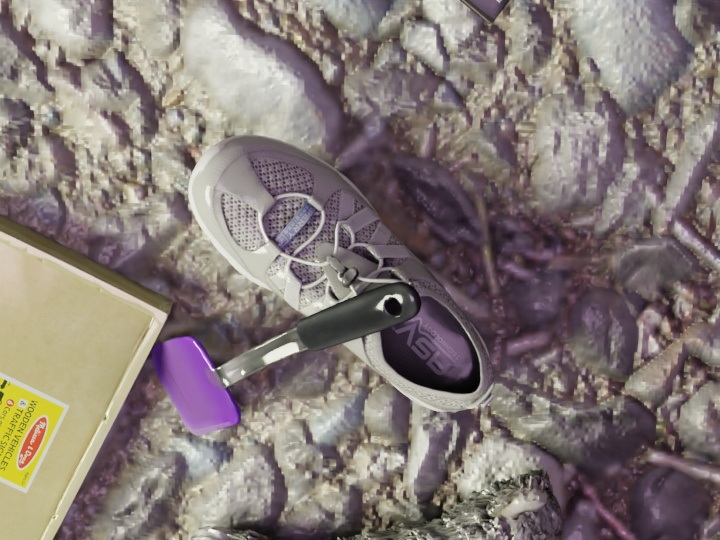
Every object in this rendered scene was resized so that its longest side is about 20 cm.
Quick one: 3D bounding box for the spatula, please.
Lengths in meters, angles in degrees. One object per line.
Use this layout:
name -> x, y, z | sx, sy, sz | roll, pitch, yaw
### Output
spatula -> -0.042, 0.040, 0.809 | 0.199, 0.021, 0.057 | -24, 99, 39

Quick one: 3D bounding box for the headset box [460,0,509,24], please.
headset box -> 0.030, -0.242, 0.768 | 0.199, 0.075, 0.149 | 36, 100, -11

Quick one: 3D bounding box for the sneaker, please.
sneaker -> 0.000, 0.000, 0.820 | 0.199, 0.082, 0.075 | 38, 85, -15

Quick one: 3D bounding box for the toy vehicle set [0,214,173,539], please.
toy vehicle set -> -0.202, 0.078, 0.865 | 0.123, 0.027, 0.201 | 27, 102, -9

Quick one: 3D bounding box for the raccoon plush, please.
raccoon plush -> 0.017, 0.145, 0.865 | 0.198, 0.097, 0.135 | 24, 94, -8
